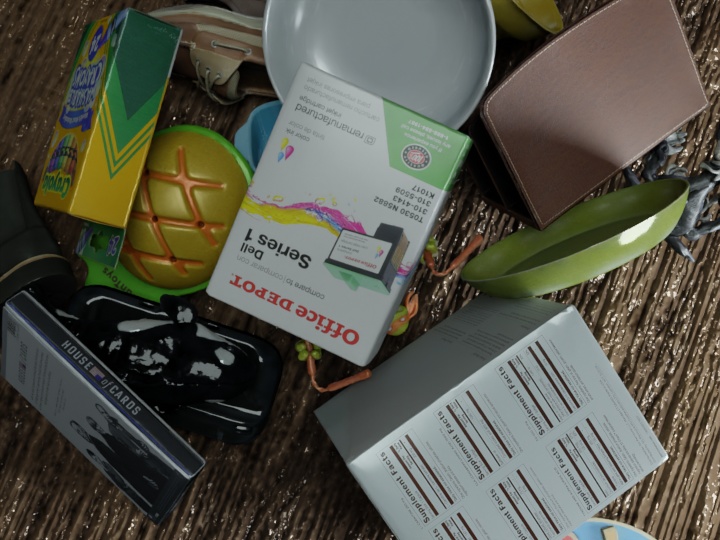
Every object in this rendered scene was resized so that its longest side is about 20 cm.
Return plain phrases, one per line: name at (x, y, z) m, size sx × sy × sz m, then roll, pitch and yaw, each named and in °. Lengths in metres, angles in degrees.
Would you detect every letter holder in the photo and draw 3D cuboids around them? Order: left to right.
letter holder at (0.185, -0.158, 0.829) m, size 0.200 × 0.101 × 0.142 m, roll -36°, pitch 118°, yaw -8°

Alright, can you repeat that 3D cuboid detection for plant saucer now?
plant saucer at (0.181, -0.022, 0.774) m, size 0.200 × 0.200 × 0.031 m, roll -26°, pitch 98°, yaw -6°

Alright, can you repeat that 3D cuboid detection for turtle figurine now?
turtle figurine at (0.000, 0.000, 0.844) m, size 0.200 × 0.064 × 0.161 m, roll -43°, pitch 78°, yaw 0°

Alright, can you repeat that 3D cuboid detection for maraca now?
maraca at (-0.173, -0.036, 0.825) m, size 0.137 × 0.107 × 0.200 m, roll 43°, pitch 108°, yaw 6°

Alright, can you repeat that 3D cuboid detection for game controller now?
game controller at (-0.171, 0.084, 0.824) m, size 0.200 × 0.042 × 0.104 m, roll 18°, pitch 98°, yaw 0°

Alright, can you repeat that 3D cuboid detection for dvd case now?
dvd case at (-0.222, 0.121, 0.774) m, size 0.200 × 0.150 × 0.025 m, roll 43°, pitch 55°, yaw 4°

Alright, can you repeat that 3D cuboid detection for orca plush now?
orca plush at (-0.188, 0.066, 0.765) m, size 0.200 × 0.071 × 0.105 m, roll 30°, pitch 98°, yaw -1°

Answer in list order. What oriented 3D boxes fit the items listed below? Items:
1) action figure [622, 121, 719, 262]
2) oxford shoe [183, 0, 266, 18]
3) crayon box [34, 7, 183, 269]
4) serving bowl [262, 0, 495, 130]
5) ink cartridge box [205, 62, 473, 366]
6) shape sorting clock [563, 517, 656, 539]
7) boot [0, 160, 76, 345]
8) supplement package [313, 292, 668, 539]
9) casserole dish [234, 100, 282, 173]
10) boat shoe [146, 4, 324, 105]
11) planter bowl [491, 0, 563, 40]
action figure at (0.320, -0.089, 0.859) m, size 0.200 × 0.102 × 0.119 m, roll -35°, pitch 92°, yaw 19°
oxford shoe at (-0.074, -0.254, 0.886) m, size 0.200 × 0.071 × 0.073 m, roll 21°, pitch 96°, yaw 8°
crayon box at (-0.218, -0.110, 0.774) m, size 0.052 × 0.126 × 0.200 m, roll 16°, pitch 88°, yaw -32°
serving bowl at (0.020, -0.199, 0.791) m, size 0.200 × 0.066 × 0.200 m, roll 6°, pitch 112°, yaw 15°
ink cartridge box at (-0.016, -0.044, 0.750) m, size 0.145 × 0.084 × 0.200 m, roll 25°, pitch 99°, yaw 5°
shape sorting clock at (0.208, 0.321, 0.815) m, size 0.200 × 0.039 × 0.200 m, roll 0°, pitch 81°, yaw -3°
boot at (-0.362, 0.004, 0.834) m, size 0.200 × 0.077 × 0.138 m, roll -28°, pitch 66°, yaw 0°
supplement package at (0.093, 0.133, 0.751) m, size 0.200 × 0.191 × 0.147 m, roll -34°, pitch 98°, yaw -6°
casserole dish at (-0.014, -0.112, 0.851) m, size 0.200 × 0.039 × 0.121 m, roll -4°, pitch 46°, yaw -5°
boat shoe at (-0.124, -0.194, 0.855) m, size 0.200 × 0.076 × 0.072 m, roll 2°, pitch 68°, yaw 3°
planter bowl at (0.095, -0.273, 0.859) m, size 0.083 × 0.200 × 0.201 m, roll -37°, pitch 83°, yaw 28°
